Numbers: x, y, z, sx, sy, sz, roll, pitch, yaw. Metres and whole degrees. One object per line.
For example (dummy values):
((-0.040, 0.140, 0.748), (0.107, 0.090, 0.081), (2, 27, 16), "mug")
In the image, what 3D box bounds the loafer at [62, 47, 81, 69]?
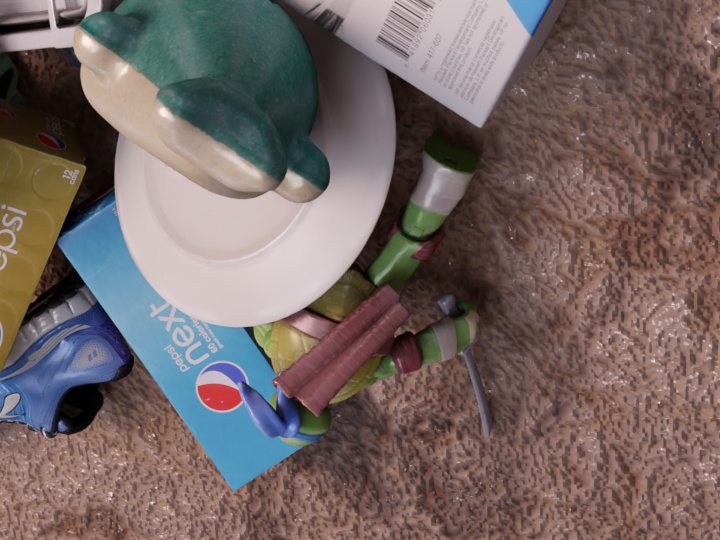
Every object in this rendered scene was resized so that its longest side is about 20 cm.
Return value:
((-0.124, -0.198, 1.352), (0.071, 0.063, 0.200), (11, 139, -17), "loafer")

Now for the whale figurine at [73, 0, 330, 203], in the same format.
((-0.074, -0.098, 1.229), (0.159, 0.200, 0.104), (33, 94, -13), "whale figurine")

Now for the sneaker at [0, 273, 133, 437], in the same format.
((-0.229, 0.083, 1.574), (0.199, 0.079, 0.089), (-30, 103, 40), "sneaker")

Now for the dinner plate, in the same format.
((-0.068, -0.069, 1.342), (0.199, 0.024, 0.202), (-7, 77, 33), "dinner plate")

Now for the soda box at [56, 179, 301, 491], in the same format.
((-0.109, 0.035, 1.477), (0.068, 0.064, 0.201), (-33, 105, 4), "soda box")

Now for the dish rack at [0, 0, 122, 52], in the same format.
((-0.201, -0.213, 1.334), (0.199, 0.043, 0.173), (1, 107, 49), "dish rack")

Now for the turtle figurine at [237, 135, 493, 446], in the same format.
((0.000, 0.000, 1.404), (0.144, 0.199, 0.195), (34, 115, 33), "turtle figurine")

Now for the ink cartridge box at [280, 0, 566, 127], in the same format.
((0.023, -0.196, 1.243), (0.199, 0.084, 0.146), (33, 132, 5), "ink cartridge box")

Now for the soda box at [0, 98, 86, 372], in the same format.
((-0.237, -0.004, 1.450), (0.067, 0.064, 0.201), (18, 112, -19), "soda box")

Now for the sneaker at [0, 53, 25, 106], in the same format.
((-0.305, -0.142, 1.481), (0.139, 0.078, 0.201), (3, 135, 48), "sneaker")
